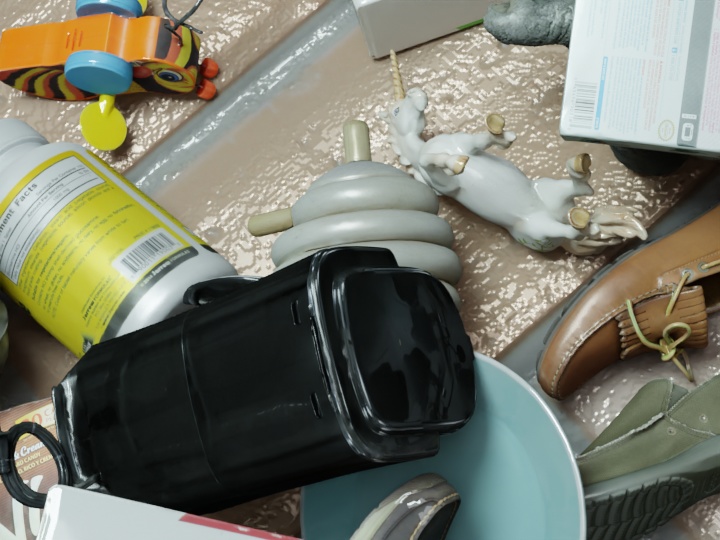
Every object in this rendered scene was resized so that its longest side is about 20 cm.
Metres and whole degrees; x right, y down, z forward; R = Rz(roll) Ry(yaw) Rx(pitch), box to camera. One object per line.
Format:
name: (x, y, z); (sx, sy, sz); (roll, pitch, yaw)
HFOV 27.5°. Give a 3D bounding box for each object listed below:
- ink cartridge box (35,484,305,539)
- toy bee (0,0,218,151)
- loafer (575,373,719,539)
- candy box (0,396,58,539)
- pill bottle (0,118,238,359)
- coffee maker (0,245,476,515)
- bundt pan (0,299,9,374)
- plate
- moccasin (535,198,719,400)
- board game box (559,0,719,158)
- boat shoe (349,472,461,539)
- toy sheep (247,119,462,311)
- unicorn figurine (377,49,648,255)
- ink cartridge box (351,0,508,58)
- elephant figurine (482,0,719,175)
ink cartridge box: (-0.107, 0.191, 0.810); (0.147, 0.200, 0.083); (13, 68, -4)
toy bee: (-0.160, -0.145, 1.050); (0.200, 0.109, 0.131); (18, 82, 41)
loafer: (0.179, 0.110, 0.897); (0.200, 0.075, 0.070); (-17, 53, -22)
candy box: (-0.195, 0.185, 0.954); (0.117, 0.056, 0.200); (-17, 68, 4)
pill bottle: (-0.187, -0.014, 0.990); (0.200, 0.112, 0.112); (38, 81, 20)
coffee maker: (-0.062, 0.076, 0.813); (0.200, 0.192, 0.135); (-22, 99, 36)
bundt pan: (-0.295, 0.002, 0.970); (0.076, 0.202, 0.202); (-27, 67, -25)
plate: (0.048, 0.143, 0.858); (0.200, 0.026, 0.200); (-5, 82, 38)
moccasin: (0.201, 0.023, 0.938); (0.201, 0.074, 0.078); (-30, 60, -12)
board game box: (0.226, -0.138, 0.863); (0.200, 0.064, 0.148); (8, 91, 12)
boat shoe: (0.018, 0.205, 0.823); (0.073, 0.074, 0.200); (32, 114, 25)
toy sheep: (0.000, 0.000, 0.946); (0.138, 0.138, 0.200); (-8, 81, 7)
unicorn figurine: (0.081, -0.065, 0.958); (0.200, 0.137, 0.074); (44, 79, -4)
ink cartridge box: (0.041, -0.275, 1.057); (0.145, 0.084, 0.200); (-19, 69, 2)
elephant figurine: (0.204, -0.122, 0.954); (0.200, 0.142, 0.155); (-27, 54, -7)
